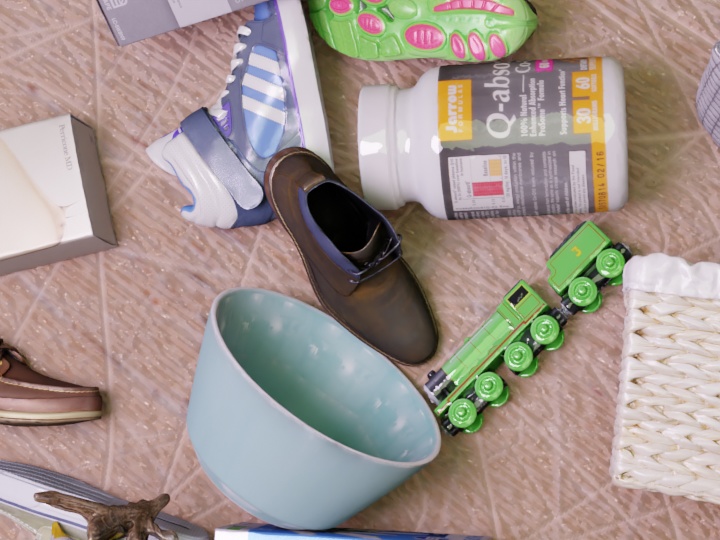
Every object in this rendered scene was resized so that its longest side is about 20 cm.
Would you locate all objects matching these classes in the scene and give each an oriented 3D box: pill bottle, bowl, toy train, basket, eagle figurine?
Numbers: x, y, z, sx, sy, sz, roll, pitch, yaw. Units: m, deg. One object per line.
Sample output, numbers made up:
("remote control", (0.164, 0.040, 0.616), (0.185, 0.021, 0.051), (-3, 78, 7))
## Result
("pill bottle", (0.101, -0.098, 1.352), (0.197, 0.116, 0.118), (-3, 84, 7))
("bowl", (-0.050, 0.114, 1.327), (0.200, 0.201, 0.105), (39, 109, 10))
("toy train", (0.125, 0.044, 1.373), (0.200, 0.042, 0.056), (-45, 71, 1))
("basket", (0.274, 0.084, 1.269), (0.198, 0.198, 0.163), (9, 87, 8))
("eagle figurine", (-0.208, 0.249, 1.313), (0.151, 0.151, 0.201), (27, 107, -11))

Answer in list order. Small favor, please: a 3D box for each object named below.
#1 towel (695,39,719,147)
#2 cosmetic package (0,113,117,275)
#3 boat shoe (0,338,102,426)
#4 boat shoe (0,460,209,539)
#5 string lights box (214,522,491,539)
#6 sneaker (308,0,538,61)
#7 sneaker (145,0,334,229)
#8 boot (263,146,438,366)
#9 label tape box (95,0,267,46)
("towel", (0.340, -0.101, 1.296), (0.200, 0.166, 0.086), (42, 85, 10))
("cosmetic package", (-0.304, -0.048, 1.424), (0.198, 0.073, 0.105), (-15, 82, 7))
("boat shoe", (-0.298, 0.084, 1.409), (0.198, 0.072, 0.068), (7, 87, 11))
("boat shoe", (-0.216, 0.202, 1.387), (0.198, 0.072, 0.063), (19, 92, 8))
("string lights box", (-0.004, 0.225, 1.338), (0.197, 0.103, 0.060), (2, 85, 7))
("sneaker", (0.047, -0.198, 1.396), (0.198, 0.084, 0.078), (16, 104, 25))
("sneaker", (-0.103, -0.133, 1.400), (0.145, 0.081, 0.203), (-11, 88, 2))
("boot", (0.000, 0.000, 1.336), (0.075, 0.097, 0.201), (-39, 106, -4))
("label tape box", (-0.103, -0.262, 1.381), (0.198, 0.064, 0.145), (-16, 40, 8))
